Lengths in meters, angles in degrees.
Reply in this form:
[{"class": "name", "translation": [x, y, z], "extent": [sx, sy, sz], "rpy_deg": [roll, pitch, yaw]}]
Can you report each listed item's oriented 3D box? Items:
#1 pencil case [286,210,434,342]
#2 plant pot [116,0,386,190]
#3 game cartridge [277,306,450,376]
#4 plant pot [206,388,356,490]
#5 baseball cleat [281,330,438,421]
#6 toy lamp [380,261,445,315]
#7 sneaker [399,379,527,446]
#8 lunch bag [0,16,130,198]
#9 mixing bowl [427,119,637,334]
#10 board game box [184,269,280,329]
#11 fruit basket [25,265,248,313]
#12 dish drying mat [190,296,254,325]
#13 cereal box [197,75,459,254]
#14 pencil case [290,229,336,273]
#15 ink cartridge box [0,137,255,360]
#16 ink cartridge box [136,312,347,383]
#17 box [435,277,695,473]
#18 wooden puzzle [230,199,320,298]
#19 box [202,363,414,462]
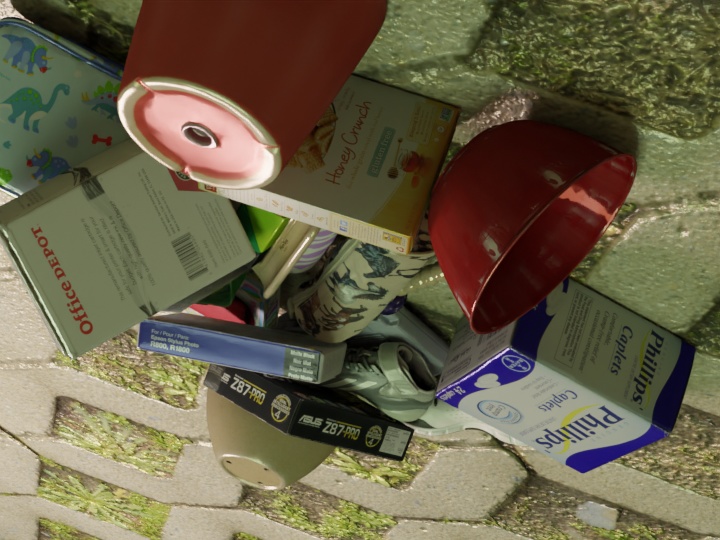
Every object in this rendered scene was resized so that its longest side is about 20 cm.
[{"class": "pencil case", "translation": [0.000, 0.000, 1.552], "extent": [0.089, 0.078, 0.200], "rpy_deg": [19, 142, -20]}, {"class": "plant pot", "translation": [-0.099, -0.176, 1.246], "extent": [0.199, 0.178, 0.201], "rpy_deg": [17, 153, 9]}, {"class": "game cartridge", "translation": [0.007, 0.086, 1.784], "extent": [0.199, 0.041, 0.133], "rpy_deg": [-9, 136, 45]}, {"class": "plant pot", "translation": [-0.117, 0.201, 1.966], "extent": [0.199, 0.135, 0.201], "rpy_deg": [17, 153, 9]}, {"class": "baseball cleat", "translation": [-0.004, 0.100, 1.728], "extent": [0.199, 0.070, 0.107], "rpy_deg": [21, 139, -10]}, {"class": "toy lamp", "translation": [0.080, 0.000, 1.562], "extent": [0.058, 0.058, 0.200], "rpy_deg": [35, 151, -24]}, {"class": "sneaker", "translation": [0.124, 0.148, 1.786], "extent": [0.199, 0.074, 0.080], "rpy_deg": [3, 142, 17]}, {"class": "lunch bag", "translation": [-0.292, -0.141, 1.468], "extent": [0.199, 0.161, 0.082], "rpy_deg": [27, -177, -14]}, {"class": "mixing bowl", "translation": [0.130, -0.055, 1.320], "extent": [0.108, 0.200, 0.200], "rpy_deg": [44, 158, 19]}, {"class": "board game box", "translation": [-0.156, 0.021, 1.751], "extent": [0.134, 0.034, 0.200], "rpy_deg": [32, 154, 11]}, {"class": "fruit basket", "translation": [-0.209, 0.008, 1.572], "extent": [0.184, 0.200, 0.094], "rpy_deg": [6, 115, 24]}, {"class": "dish drying mat", "translation": [-0.206, 0.014, 1.742], "extent": [0.199, 0.018, 0.077], "rpy_deg": [28, 154, 17]}, {"class": "cereal box", "translation": [-0.028, -0.108, 1.352], "extent": [0.199, 0.145, 0.040], "rpy_deg": [18, 152, 6]}, {"class": "pencil case", "translation": [-0.051, -0.070, 1.497], "extent": [0.084, 0.086, 0.200], "rpy_deg": [30, 153, -2]}, {"class": "ink cartridge box", "translation": [-0.221, -0.032, 1.419], "extent": [0.146, 0.199, 0.085], "rpy_deg": [65, 165, -20]}, {"class": "ink cartridge box", "translation": [-0.126, 0.080, 1.603], "extent": [0.198, 0.041, 0.200], "rpy_deg": [10, 180, 10]}, {"class": "box", "translation": [0.211, 0.107, 1.606], "extent": [0.199, 0.105, 0.184], "rpy_deg": [27, 152, -12]}, {"class": "wooden puzzle", "translation": [-0.122, -0.083, 1.465], "extent": [0.201, 0.037, 0.185], "rpy_deg": [56, 153, 8]}, {"class": "box", "translation": [-0.058, 0.157, 1.767], "extent": [0.199, 0.049, 0.161], "rpy_deg": [20, -178, -45]}]
